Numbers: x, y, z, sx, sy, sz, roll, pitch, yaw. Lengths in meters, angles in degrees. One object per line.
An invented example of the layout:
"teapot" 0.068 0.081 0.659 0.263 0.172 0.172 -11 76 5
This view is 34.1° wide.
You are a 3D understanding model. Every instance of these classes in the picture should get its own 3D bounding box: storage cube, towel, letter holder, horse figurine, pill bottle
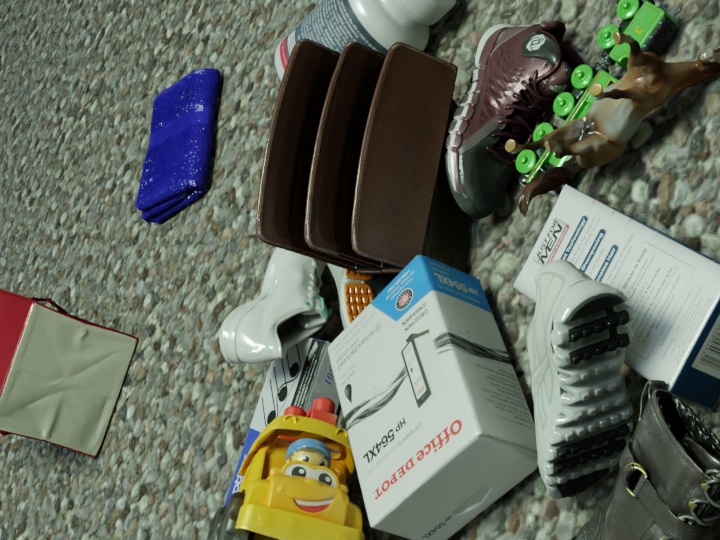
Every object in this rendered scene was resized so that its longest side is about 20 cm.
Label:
"storage cube" -0.442 0.141 1.621 0.178 0.170 0.203 8 77 52
"towel" -0.262 -0.180 1.665 0.147 0.049 0.203 -27 52 43
"letter holder" -0.007 -0.112 1.103 0.100 0.140 0.204 -1 75 56
"horse figurine" 0.204 -0.128 0.973 0.200 0.131 0.050 -48 60 34
"pill bottle" 0.007 -0.266 1.302 0.199 0.118 0.121 -37 45 35

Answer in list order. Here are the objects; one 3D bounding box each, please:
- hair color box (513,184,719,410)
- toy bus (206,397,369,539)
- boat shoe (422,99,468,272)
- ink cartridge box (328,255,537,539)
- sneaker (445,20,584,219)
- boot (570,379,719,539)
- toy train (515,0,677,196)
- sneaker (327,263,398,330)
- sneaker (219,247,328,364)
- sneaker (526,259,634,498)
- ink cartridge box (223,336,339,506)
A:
"hair color box" 0.216 0.016 0.925 0.200 0.060 0.101 39 104 53
"toy bus" -0.057 0.201 1.088 0.200 0.133 0.195 120 165 -61
"boat shoe" 0.067 -0.083 1.165 0.064 0.073 0.203 -18 57 40
"ink cartridge box" 0.060 0.114 1.042 0.146 0.084 0.202 -45 40 28
"sneaker" 0.150 -0.150 1.095 0.114 0.075 0.204 -6 66 47
"boot" 0.207 0.196 0.794 0.201 0.068 0.176 -115 39 -48
"toy train" 0.210 -0.152 1.047 0.056 0.041 0.202 44 108 41
"sneaker" 0.000 0.000 1.224 0.092 0.074 0.203 128 144 -56
"sneaker" -0.065 0.032 1.249 0.087 0.076 0.201 3 41 30
"sneaker" 0.162 0.084 0.895 0.081 0.074 0.203 -128 31 -54
"ink cartridge box" -0.075 0.170 1.235 0.093 0.044 0.203 10 79 55
